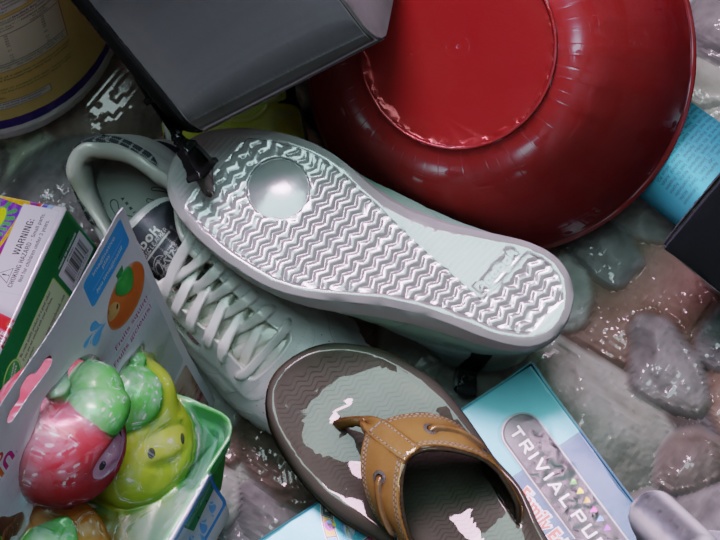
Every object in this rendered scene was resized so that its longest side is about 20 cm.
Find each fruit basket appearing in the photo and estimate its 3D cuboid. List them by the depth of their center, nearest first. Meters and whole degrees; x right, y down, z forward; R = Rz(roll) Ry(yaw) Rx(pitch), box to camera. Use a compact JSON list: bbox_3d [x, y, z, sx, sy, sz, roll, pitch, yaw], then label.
[{"bbox_3d":[-0.124,0.095,1.201,0.093,0.200,0.186,24,67,14],"label":"fruit basket"}]

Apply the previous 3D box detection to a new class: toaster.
[{"bbox_3d":[-0.071,-0.177,1.210,0.118,0.200,0.181,-22,37,24],"label":"toaster"}]

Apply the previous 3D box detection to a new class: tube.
[{"bbox_3d":[0.185,-0.037,1.336,0.200,0.050,0.078,38,74,12],"label":"tube"}]

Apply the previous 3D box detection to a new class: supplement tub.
[{"bbox_3d":[-0.201,-0.169,1.327,0.144,0.200,0.146,-1,65,2],"label":"supplement tub"}]

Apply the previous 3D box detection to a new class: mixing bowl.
[{"bbox_3d":[0.056,-0.106,1.286,0.199,0.108,0.202,0,91,14],"label":"mixing bowl"}]

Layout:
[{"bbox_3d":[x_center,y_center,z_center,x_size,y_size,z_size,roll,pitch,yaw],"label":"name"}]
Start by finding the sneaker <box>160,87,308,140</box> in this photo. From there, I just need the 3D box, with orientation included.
[{"bbox_3d":[-0.073,-0.117,1.365,0.075,0.076,0.201,-13,67,-6],"label":"sneaker"}]

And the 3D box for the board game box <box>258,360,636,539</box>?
[{"bbox_3d":[0.042,0.160,1.247,0.199,0.047,0.151,-32,68,-12],"label":"board game box"}]

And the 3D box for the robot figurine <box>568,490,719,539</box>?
[{"bbox_3d":[0.152,0.195,1.161,0.169,0.201,0.113,-30,25,-4],"label":"robot figurine"}]

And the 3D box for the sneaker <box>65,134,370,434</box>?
[{"bbox_3d":[-0.069,0.014,1.288,0.076,0.080,0.200,-47,75,6],"label":"sneaker"}]

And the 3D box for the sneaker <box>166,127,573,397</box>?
[{"bbox_3d":[0.000,0.000,1.282,0.199,0.118,0.074,22,77,3],"label":"sneaker"}]

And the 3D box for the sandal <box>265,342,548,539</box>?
[{"bbox_3d":[0.033,0.107,1.215,0.081,0.055,0.200,-32,69,-11],"label":"sandal"}]

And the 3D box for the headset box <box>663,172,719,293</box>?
[{"bbox_3d":[0.249,-0.074,1.250,0.093,0.174,0.200,39,61,4],"label":"headset box"}]

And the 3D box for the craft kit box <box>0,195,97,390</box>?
[{"bbox_3d":[-0.253,0.047,1.289,0.196,0.049,0.201,9,64,27],"label":"craft kit box"}]
